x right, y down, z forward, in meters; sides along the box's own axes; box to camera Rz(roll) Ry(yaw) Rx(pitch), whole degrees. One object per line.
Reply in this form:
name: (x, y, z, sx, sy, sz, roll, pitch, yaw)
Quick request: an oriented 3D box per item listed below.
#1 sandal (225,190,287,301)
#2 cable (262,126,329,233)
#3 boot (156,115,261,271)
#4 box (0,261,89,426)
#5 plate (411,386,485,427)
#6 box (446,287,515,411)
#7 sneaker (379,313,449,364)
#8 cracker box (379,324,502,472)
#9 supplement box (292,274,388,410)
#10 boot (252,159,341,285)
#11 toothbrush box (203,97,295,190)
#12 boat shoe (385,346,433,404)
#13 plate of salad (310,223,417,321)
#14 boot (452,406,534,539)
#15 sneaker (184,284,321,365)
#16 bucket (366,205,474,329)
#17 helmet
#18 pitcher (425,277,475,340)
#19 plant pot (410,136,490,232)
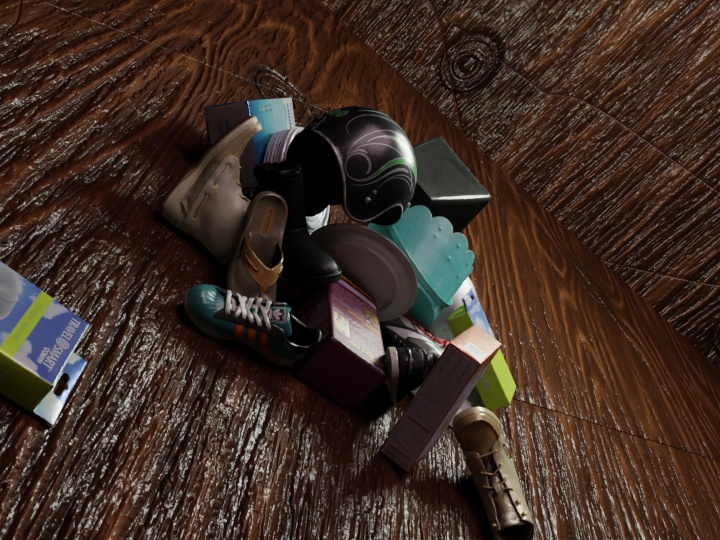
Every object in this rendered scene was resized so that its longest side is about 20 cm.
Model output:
sandal: (-0.138, -0.018, 1.291, 0.080, 0.200, 0.054, 18, -12, -33)
cable: (-0.109, -0.144, 1.556, 0.200, 0.069, 0.200, -39, 128, -67)
boot: (-0.179, -0.113, 1.344, 0.155, 0.200, 0.072, 42, -4, -12)
box: (-0.357, 0.052, 0.896, 0.200, 0.048, 0.122, 38, 22, -16)
plate: (0.160, 0.204, 1.609, 0.200, 0.032, 0.200, 40, 21, -11)
box: (0.212, 0.138, 1.617, 0.200, 0.048, 0.122, 66, 17, -1)
sneaker: (0.077, 0.128, 1.510, 0.200, 0.071, 0.098, 32, 32, 9)
cracker box: (0.118, 0.184, 1.325, 0.058, 0.200, 0.134, 36, 19, 13)
supplement box: (-0.034, 0.096, 1.366, 0.110, 0.086, 0.200, 37, 22, -24)
boot: (-0.099, -0.076, 1.377, 0.073, 0.163, 0.198, -13, 22, -30)
toothbrush box: (-0.182, -0.221, 1.583, 0.200, 0.085, 0.147, -36, 120, -68)
boat shoe: (0.071, 0.159, 1.375, 0.200, 0.068, 0.072, 95, -14, -72)
plate of salad: (0.000, 0.000, 1.461, 0.200, 0.200, 0.048, 41, 44, -10)
boot: (0.201, 0.313, 1.368, 0.156, 0.073, 0.200, -103, 172, -49)
sneaker: (-0.138, 0.062, 1.221, 0.200, 0.080, 0.071, 29, 46, -36)
bucket: (0.080, -0.003, 1.567, 0.207, 0.207, 0.135, 41, 60, -12)
helmet: (-0.004, -0.161, 1.455, 0.191, 0.200, 0.200, -18, 62, -40)
pitcher: (0.152, 0.042, 1.788, 0.121, 0.172, 0.200, -7, 60, -12)
plant pot: (0.128, -0.159, 2.025, 0.177, 0.200, 0.200, -12, 59, -53)
